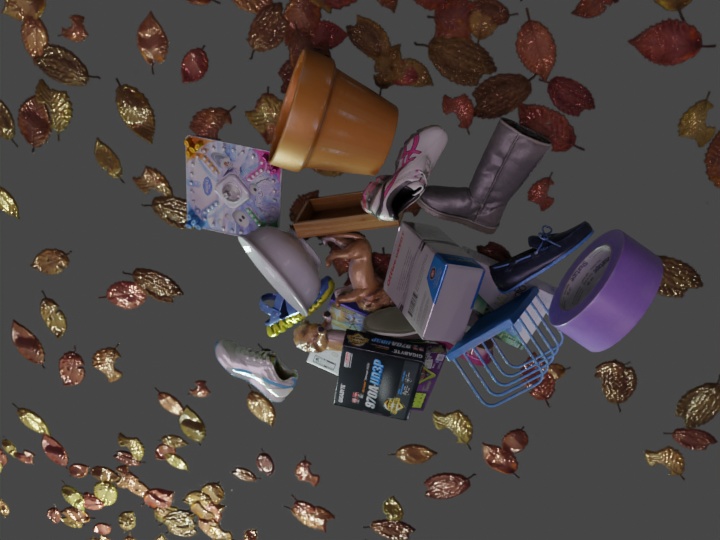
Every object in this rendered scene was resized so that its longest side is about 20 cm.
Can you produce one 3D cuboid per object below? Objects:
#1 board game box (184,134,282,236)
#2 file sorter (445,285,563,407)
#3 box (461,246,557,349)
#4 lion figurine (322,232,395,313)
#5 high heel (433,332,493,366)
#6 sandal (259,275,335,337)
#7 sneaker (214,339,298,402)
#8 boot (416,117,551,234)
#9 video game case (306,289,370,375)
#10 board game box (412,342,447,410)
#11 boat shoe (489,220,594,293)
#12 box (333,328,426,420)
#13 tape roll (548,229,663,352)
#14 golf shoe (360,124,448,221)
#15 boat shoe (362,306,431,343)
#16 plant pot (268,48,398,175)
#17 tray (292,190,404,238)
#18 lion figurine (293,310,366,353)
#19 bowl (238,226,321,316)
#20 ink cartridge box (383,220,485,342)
[{"bbox_3d":[-0.255,-0.154,1.491,0.199,0.026,0.201,13,122,9],"label":"board game box"},{"bbox_3d":[0.268,0.137,1.352,0.138,0.200,0.123,-34,89,29],"label":"file sorter"},{"bbox_3d":[0.257,0.055,1.462,0.199,0.036,0.145,24,123,2],"label":"box"},{"bbox_3d":[0.000,0.000,1.474,0.122,0.073,0.201,-13,111,2],"label":"lion figurine"},{"bbox_3d":[0.175,0.136,1.531,0.199,0.068,0.096,17,150,11],"label":"high heel"},{"bbox_3d":[-0.138,0.061,1.557,0.199,0.079,0.087,-32,96,26],"label":"sandal"},{"bbox_3d":[-0.230,0.206,1.674,0.199,0.077,0.081,34,114,-13],"label":"sneaker"},{"bbox_3d":[0.209,-0.174,1.320,0.181,0.073,0.201,16,130,-10],"label":"boot"},{"bbox_3d":[0.006,0.155,1.587,0.199,0.046,0.182,24,124,1],"label":"video game case"},{"bbox_3d":[0.093,0.216,1.537,0.119,0.032,0.201,4,136,-11],"label":"board game box"},{"bbox_3d":[0.320,-0.034,1.355,0.199,0.084,0.069,-35,85,13],"label":"boat shoe"},{"bbox_3d":[0.035,0.206,1.476,0.158,0.046,0.201,12,136,2],"label":"box"},{"bbox_3d":[0.420,0.034,1.305,0.085,0.200,0.200,32,123,-5],"label":"tape roll"},{"bbox_3d":[0.094,-0.163,1.304,0.200,0.092,0.073,-51,133,-6],"label":"golf shoe"},{"bbox_3d":[0.106,0.110,1.457,0.200,0.072,0.061,-5,136,1],"label":"boat shoe"},{"bbox_3d":[-0.041,-0.250,1.289,0.182,0.201,0.201,16,124,-13],"label":"plant pot"},{"bbox_3d":[-0.016,-0.109,1.405,0.199,0.099,0.037,-7,122,20],"label":"tray"},{"bbox_3d":[-0.037,0.138,1.518,0.199,0.073,0.123,15,146,-1],"label":"lion figurine"},{"bbox_3d":[-0.138,-0.016,1.451,0.090,0.201,0.201,-41,107,-11],"label":"bowl"},{"bbox_3d":[0.126,0.016,1.362,0.084,0.200,0.147,6,113,-23],"label":"ink cartridge box"}]
